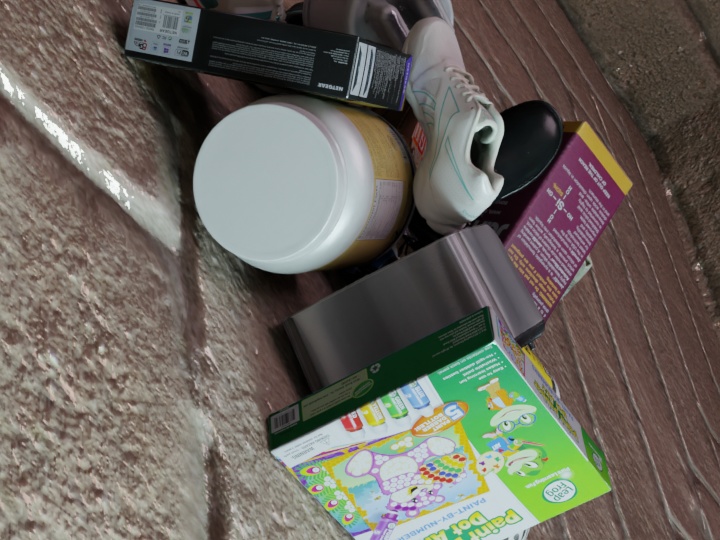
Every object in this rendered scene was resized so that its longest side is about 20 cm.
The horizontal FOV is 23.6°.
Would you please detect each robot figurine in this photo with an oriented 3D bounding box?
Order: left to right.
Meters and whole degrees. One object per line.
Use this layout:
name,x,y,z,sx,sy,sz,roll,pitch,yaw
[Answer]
robot figurine,0.014,-0.241,1.644,0.113,0.169,0.200,63,-14,-23

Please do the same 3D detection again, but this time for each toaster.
toaster,0.044,0.054,1.448,0.119,0.180,0.200,63,16,3

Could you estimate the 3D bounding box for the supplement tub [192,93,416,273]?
supplement tub,-0.044,-0.071,1.426,0.146,0.145,0.200,65,17,6

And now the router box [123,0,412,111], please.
router box,-0.073,-0.179,1.433,0.157,0.199,0.053,-5,107,-72

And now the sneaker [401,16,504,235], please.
sneaker,0.086,-0.133,1.473,0.070,0.080,0.202,12,61,-39

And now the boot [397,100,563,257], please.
boot,0.108,-0.087,1.607,0.074,0.198,0.162,55,6,-2

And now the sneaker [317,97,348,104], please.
sneaker,-0.029,-0.151,1.753,0.200,0.078,0.086,2,98,-78

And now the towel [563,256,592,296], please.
towel,0.202,-0.066,1.936,0.200,0.034,0.194,110,-34,-69

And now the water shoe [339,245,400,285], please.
water shoe,0.000,0.000,1.618,0.079,0.072,0.201,20,37,-38

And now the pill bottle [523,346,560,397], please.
pill bottle,0.107,0.095,1.685,0.200,0.112,0.113,47,23,-44

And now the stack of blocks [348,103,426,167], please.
stack of blocks,0.033,-0.125,1.727,0.200,0.058,0.116,48,57,-72

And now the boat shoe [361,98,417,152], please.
boat shoe,0.019,-0.109,1.567,0.068,0.200,0.072,42,10,13

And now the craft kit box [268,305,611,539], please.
craft kit box,0.063,0.142,1.337,0.198,0.199,0.049,48,22,-38

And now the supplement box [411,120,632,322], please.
supplement box,0.160,-0.048,1.741,0.103,0.131,0.200,47,67,-32

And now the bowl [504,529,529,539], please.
bowl,0.106,0.188,1.576,0.201,0.094,0.201,53,20,-29

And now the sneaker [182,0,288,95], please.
sneaker,-0.093,-0.246,1.631,0.200,0.093,0.071,47,23,-43

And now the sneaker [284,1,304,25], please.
sneaker,-0.007,-0.222,1.772,0.079,0.199,0.076,-17,124,-63
